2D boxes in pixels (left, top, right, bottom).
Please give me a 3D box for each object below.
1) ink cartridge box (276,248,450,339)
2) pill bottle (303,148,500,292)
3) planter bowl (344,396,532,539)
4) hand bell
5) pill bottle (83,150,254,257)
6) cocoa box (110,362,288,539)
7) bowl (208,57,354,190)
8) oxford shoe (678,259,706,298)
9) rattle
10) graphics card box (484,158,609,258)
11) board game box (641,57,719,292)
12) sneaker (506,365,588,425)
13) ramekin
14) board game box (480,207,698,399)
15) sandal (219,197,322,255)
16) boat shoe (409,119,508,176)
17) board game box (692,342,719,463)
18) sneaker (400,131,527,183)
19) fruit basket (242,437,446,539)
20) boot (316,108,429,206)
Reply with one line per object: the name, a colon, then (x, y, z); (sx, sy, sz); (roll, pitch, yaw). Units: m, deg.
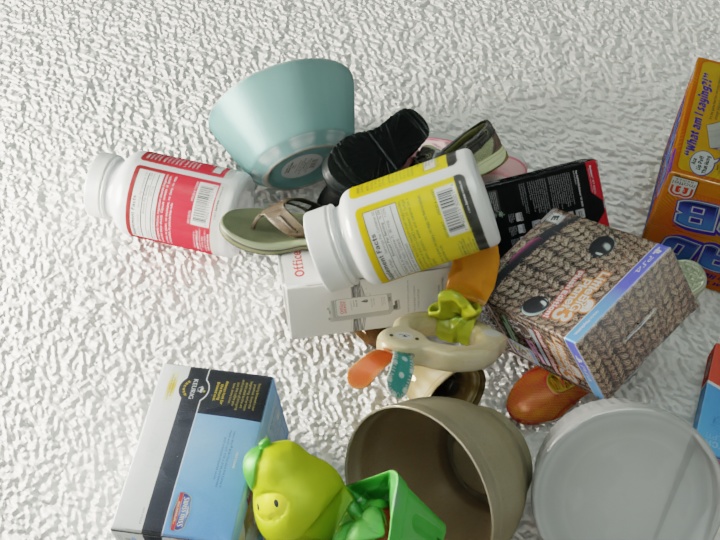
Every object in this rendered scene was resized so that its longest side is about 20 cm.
ink cartridge box: (0.000, 0.000, 1.409); (0.199, 0.083, 0.147); (-7, 34, -5)
pill bottle: (0.045, -0.051, 1.278); (0.200, 0.114, 0.115); (-18, 56, 9)
planter bowl: (0.100, 0.222, 1.237); (0.135, 0.200, 0.200); (-17, 53, -45)
hand bell: (0.044, 0.101, 1.377); (0.104, 0.104, 0.200); (-34, 51, -22)
pill bottle: (-0.244, -0.090, 1.471); (0.199, 0.112, 0.112); (13, 57, 7)
cocoa box: (-0.166, 0.222, 1.243); (0.131, 0.134, 0.200); (6, 55, 10)
bowl: (-0.086, -0.177, 1.496); (0.200, 0.201, 0.105); (-17, 71, -12)
oxford shoe: (0.332, 0.039, 1.434); (0.200, 0.058, 0.075); (-15, 63, 7)
rattle: (0.078, 0.047, 1.259); (0.200, 0.143, 0.130); (-5, 39, -40)
graphics card box: (0.212, -0.060, 1.459); (0.200, 0.051, 0.126); (-15, 100, -11)
board game box: (0.480, -0.108, 1.445); (0.199, 0.200, 0.200); (17, 57, 10)
sneaker: (0.256, 0.116, 1.364); (0.200, 0.077, 0.073); (-29, 63, -17)
ramekin: (0.277, 0.229, 1.229); (0.202, 0.094, 0.203); (0, 99, 0)
board game box: (0.253, 0.033, 1.334); (0.159, 0.097, 0.200); (-43, 33, -14)
sandal: (-0.069, -0.060, 1.376); (0.200, 0.057, 0.080); (3, 36, 8)
boat shoe: (0.092, -0.126, 1.429); (0.201, 0.072, 0.066); (-28, 103, -21)
board game box: (0.494, 0.185, 1.343); (0.200, 0.040, 0.153); (17, 57, 10)
sneaker: (0.121, -0.119, 1.515); (0.200, 0.075, 0.105); (9, 45, 0)
fruit basket: (-0.041, 0.267, 1.153); (0.215, 0.216, 0.156); (8, 56, 4)
boot: (-0.009, -0.115, 1.441); (0.073, 0.162, 0.198); (49, 47, 1)
